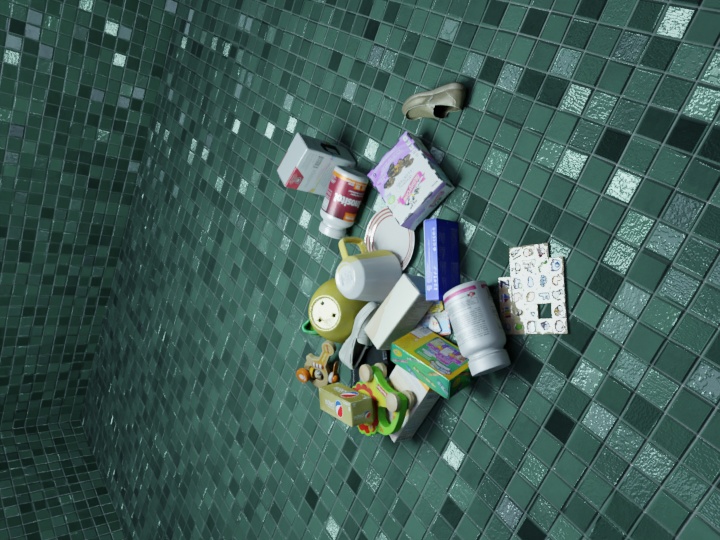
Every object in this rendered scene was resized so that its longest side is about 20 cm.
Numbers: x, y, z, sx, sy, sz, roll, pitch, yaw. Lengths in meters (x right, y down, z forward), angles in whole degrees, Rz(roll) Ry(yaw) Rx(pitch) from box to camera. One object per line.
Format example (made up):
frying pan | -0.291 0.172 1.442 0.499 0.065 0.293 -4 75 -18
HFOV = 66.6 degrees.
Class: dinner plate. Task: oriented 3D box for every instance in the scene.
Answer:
dinner plate | 0.085 -0.082 1.571 0.198 0.024 0.205 -5 83 46

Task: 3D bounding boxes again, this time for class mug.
mug | 0.001 0.010 1.529 0.186 0.151 0.152 35 116 40

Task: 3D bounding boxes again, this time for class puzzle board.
puzzle board | 0.156 0.109 1.489 0.198 0.017 0.154 -17 75 45

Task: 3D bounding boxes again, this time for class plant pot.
plant pot | -0.074 0.120 1.590 0.196 0.142 0.205 0 91 22

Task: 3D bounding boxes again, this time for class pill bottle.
pill bottle | 0.276 0.137 1.293 0.113 0.112 0.204 -32 65 39
pill bottle | -0.056 -0.205 1.663 0.113 0.112 0.203 36 113 41

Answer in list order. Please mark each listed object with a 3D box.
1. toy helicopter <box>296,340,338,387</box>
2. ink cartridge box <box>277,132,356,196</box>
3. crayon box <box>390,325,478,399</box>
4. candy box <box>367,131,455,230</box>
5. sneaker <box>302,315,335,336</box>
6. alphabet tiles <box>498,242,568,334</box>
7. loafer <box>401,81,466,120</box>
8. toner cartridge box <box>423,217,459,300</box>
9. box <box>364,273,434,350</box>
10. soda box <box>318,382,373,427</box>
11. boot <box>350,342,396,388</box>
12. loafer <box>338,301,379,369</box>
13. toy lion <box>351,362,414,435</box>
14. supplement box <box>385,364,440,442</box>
toy helicopter | -0.112 0.297 1.706 0.131 0.079 0.202 37 131 15
ink cartridge box | -0.134 -0.319 1.691 0.147 0.197 0.083 -53 51 28
crayon box | 0.184 0.224 1.368 0.199 0.117 0.059 29 130 41
candy box | 0.133 -0.241 1.481 0.168 0.071 0.202 -45 57 24
sneaker | -0.112 0.152 1.718 0.200 0.083 0.075 -42 59 35
alphabet tiles | 0.390 0.043 1.256 0.165 0.007 0.205 -7 82 46
loafer | 0.190 -0.434 1.448 0.198 0.075 0.069 -11 73 45
toner cartridge box | 0.207 -0.025 1.389 0.043 0.094 0.205 -6 82 45
box | 0.107 0.112 1.453 0.201 0.094 0.078 -55 53 21
soda box | -0.043 0.360 1.485 0.199 0.067 0.066 1 97 61
boot | 0.044 0.295 1.555 0.161 0.072 0.203 -24 66 44
loafer | 0.008 0.183 1.535 0.070 0.069 0.203 41 112 44
toy lion | 0.042 0.362 1.461 0.199 0.068 0.195 38 121 46
supplement box | 0.125 0.339 1.463 0.126 0.073 0.202 51 122 39
